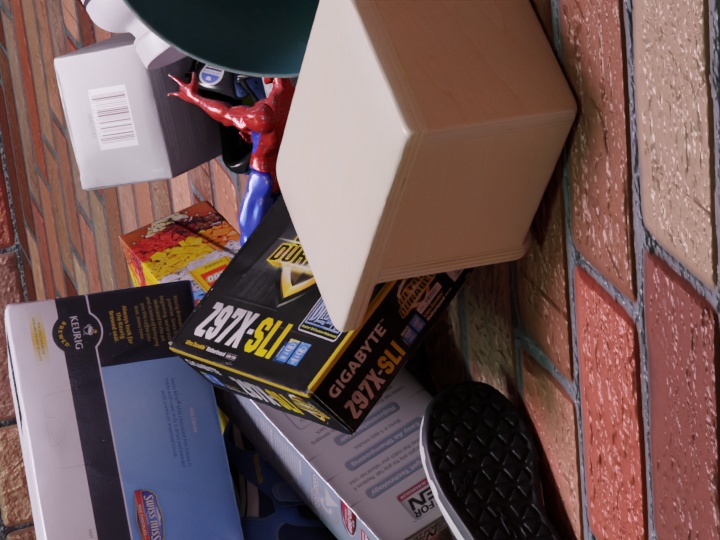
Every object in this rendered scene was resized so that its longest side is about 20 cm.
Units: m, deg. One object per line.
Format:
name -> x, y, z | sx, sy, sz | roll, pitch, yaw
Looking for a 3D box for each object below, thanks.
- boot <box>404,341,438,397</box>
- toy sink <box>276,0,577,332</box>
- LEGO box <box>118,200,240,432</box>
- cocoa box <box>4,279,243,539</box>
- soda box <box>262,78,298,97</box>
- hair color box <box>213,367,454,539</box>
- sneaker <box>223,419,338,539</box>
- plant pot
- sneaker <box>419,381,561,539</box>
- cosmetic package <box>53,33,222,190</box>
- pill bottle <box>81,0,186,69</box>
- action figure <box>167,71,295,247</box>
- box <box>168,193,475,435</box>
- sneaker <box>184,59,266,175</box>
boot -> 0.000, 0.000, 1.755 | 0.132, 0.070, 0.200 | 85, 169, -46
toy sink -> 0.037, -0.075, 1.448 | 0.200, 0.112, 0.130 | 108, 147, -52
LEGO box -> -0.097, 0.071, 1.877 | 0.149, 0.077, 0.200 | 44, 154, 54
cocoa box -> -0.161, 0.128, 1.704 | 0.133, 0.131, 0.200 | 101, 158, -63
soda box -> -0.047, -0.205, 1.749 | 0.063, 0.068, 0.200 | 155, 102, -75
hair color box -> -0.003, 0.110, 1.663 | 0.200, 0.099, 0.061 | 45, 154, 32
sneaker -> -0.047, 0.146, 1.712 | 0.200, 0.074, 0.082 | 53, 127, 51
plant pot -> -0.052, -0.239, 1.552 | 0.135, 0.200, 0.200 | -79, -7, -47
sneaker -> 0.084, 0.168, 1.558 | 0.083, 0.072, 0.200 | 102, 152, -61
cosmetic package -> -0.135, -0.136, 1.889 | 0.200, 0.090, 0.107 | -30, -70, -62
pill bottle -> -0.163, -0.246, 1.749 | 0.200, 0.112, 0.112 | 61, 164, 3
action figure -> -0.080, -0.064, 1.707 | 0.099, 0.065, 0.200 | 28, 121, 37
box -> -0.020, 0.013, 1.585 | 0.049, 0.160, 0.200 | 41, 167, -27
sneaker -> -0.078, -0.162, 1.811 | 0.078, 0.089, 0.200 | 7, 110, 42
